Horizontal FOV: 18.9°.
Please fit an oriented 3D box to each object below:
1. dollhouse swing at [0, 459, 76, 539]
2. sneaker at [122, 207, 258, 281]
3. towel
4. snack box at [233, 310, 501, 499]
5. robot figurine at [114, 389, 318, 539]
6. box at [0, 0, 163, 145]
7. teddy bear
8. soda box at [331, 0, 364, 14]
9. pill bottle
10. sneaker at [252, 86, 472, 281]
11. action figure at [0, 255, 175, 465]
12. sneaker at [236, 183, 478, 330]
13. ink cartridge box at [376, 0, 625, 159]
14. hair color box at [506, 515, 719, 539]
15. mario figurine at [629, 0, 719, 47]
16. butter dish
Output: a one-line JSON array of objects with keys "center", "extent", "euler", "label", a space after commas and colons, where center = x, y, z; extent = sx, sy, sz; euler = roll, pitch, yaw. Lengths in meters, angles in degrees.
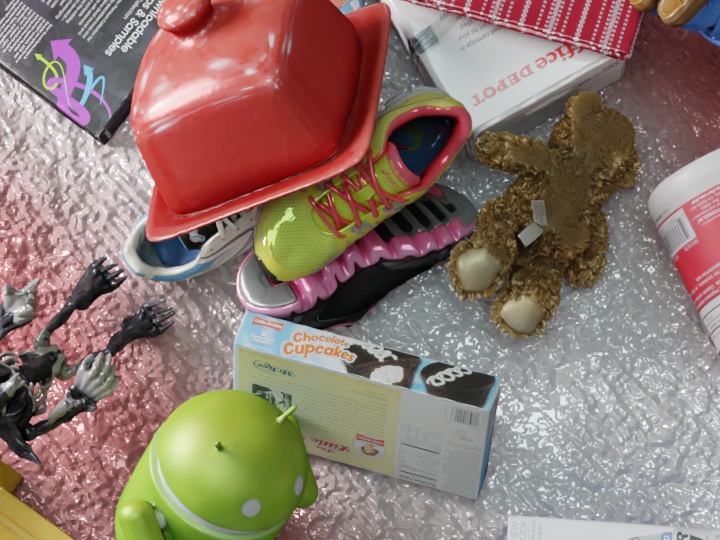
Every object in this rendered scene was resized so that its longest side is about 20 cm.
[{"center": [-0.328, 0.228, 1.624], "extent": [0.176, 0.182, 0.200], "euler": [31, 81, 32], "label": "dollhouse swing"}, {"center": [-0.099, -0.047, 1.668], "extent": [0.200, 0.072, 0.072], "euler": [-32, 92, 25], "label": "sneaker"}, {"center": [0.128, -0.249, 1.663], "extent": [0.199, 0.022, 0.145], "euler": [16, 75, 5], "label": "towel"}, {"center": [0.002, 0.102, 1.636], "extent": [0.199, 0.116, 0.037], "euler": [15, 51, 9], "label": "snack box"}, {"center": [-0.111, 0.166, 1.596], "extent": [0.175, 0.200, 0.116], "euler": [-27, 69, -40], "label": "robot figurine"}, {"center": [-0.244, -0.216, 1.775], "extent": [0.200, 0.036, 0.143], "euler": [37, 84, 13], "label": "box"}, {"center": [0.138, -0.043, 1.666], "extent": [0.145, 0.067, 0.201], "euler": [22, 74, -18], "label": "teddy bear"}, {"center": [-0.057, -0.259, 1.745], "extent": [0.063, 0.068, 0.201], "euler": [-27, 77, -1], "label": "soda box"}, {"center": [0.306, 0.010, 1.627], "extent": [0.112, 0.112, 0.201], "euler": [-25, 77, 0], "label": "pill bottle"}, {"center": [0.003, -0.067, 1.590], "extent": [0.200, 0.090, 0.078], "euler": [-43, 106, -10], "label": "sneaker"}, {"center": [-0.236, 0.062, 1.634], "extent": [0.119, 0.102, 0.200], "euler": [45, 48, 3], "label": "action figure"}, {"center": [0.000, 0.000, 1.679], "extent": [0.199, 0.096, 0.079], "euler": [-22, 52, -10], "label": "sneaker"}, {"center": [0.100, -0.210, 1.711], "extent": [0.144, 0.084, 0.200], "euler": [-29, 76, -1], "label": "ink cartridge box"}, {"center": [0.206, 0.245, 1.611], "extent": [0.199, 0.065, 0.110], "euler": [3, 78, 8], "label": "hair color box"}, {"center": [0.304, -0.200, 1.648], "extent": [0.106, 0.199, 0.124], "euler": [-39, 45, 36], "label": "mario figurine"}, {"center": [-0.095, -0.147, 1.588], "extent": [0.199, 0.148, 0.200], "euler": [-20, 38, 26], "label": "butter dish"}]
